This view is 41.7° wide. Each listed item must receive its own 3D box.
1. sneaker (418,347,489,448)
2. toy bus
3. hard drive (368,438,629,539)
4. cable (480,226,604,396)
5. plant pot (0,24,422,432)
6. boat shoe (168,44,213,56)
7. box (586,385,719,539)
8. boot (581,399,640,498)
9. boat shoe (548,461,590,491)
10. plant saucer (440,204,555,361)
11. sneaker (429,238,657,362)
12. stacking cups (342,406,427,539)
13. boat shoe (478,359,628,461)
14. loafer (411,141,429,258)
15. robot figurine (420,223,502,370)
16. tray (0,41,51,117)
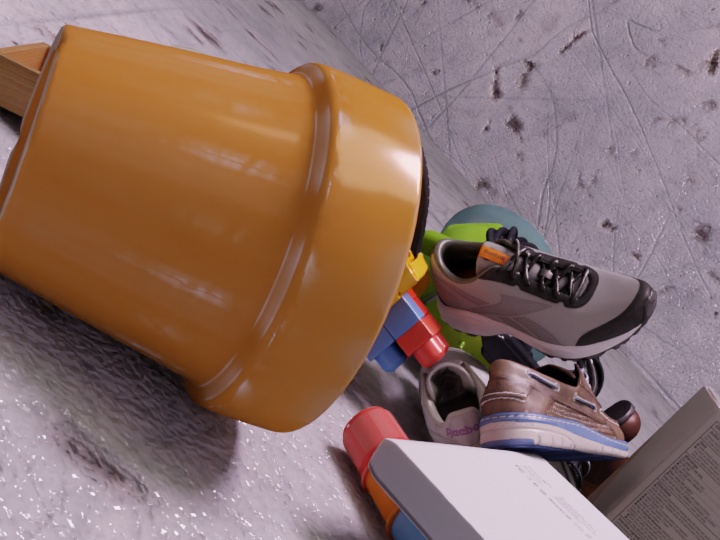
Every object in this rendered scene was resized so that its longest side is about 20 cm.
[{"bbox_3d":[0.086,0.103,0.800,0.201,0.074,0.101,-104,175,-68],"label":"sneaker"},{"bbox_3d":[0.000,0.000,0.785,0.193,0.135,0.200,49,11,2],"label":"toy bus"},{"bbox_3d":[0.104,0.158,0.577,0.132,0.027,0.199,43,14,35],"label":"hard drive"},{"bbox_3d":[0.167,0.055,0.909,0.200,0.050,0.165,44,41,-22],"label":"cable"},{"bbox_3d":[-0.094,-0.036,0.510,0.181,0.202,0.201,21,22,-24],"label":"plant pot"},{"bbox_3d":[-0.154,-0.167,1.017,0.200,0.072,0.062,43,-31,20],"label":"boat shoe"},{"bbox_3d":[0.263,0.206,0.814,0.095,0.200,0.078,44,13,4],"label":"box"},{"bbox_3d":[0.277,0.240,0.919,0.068,0.189,0.201,-28,68,-31],"label":"boot"},{"bbox_3d":[0.175,0.190,0.867,0.061,0.076,0.200,20,12,-8],"label":"boat shoe"},{"bbox_3d":[0.151,0.025,1.121,0.036,0.201,0.201,-21,62,-41],"label":"plant saucer"},{"bbox_3d":[0.137,0.016,0.755,0.197,0.074,0.080,7,-42,37],"label":"sneaker"},{"bbox_3d":[0.045,0.171,0.590,0.060,0.061,0.200,32,14,-44],"label":"stacking cups"},{"bbox_3d":[0.160,0.111,0.748,0.199,0.071,0.074,22,63,-54],"label":"boat shoe"},{"bbox_3d":[0.024,-0.041,0.903,0.070,0.204,0.073,2,20,-4],"label":"loafer"},{"bbox_3d":[0.113,0.035,0.986,0.202,0.113,0.178,-77,163,-47],"label":"robot figurine"},{"bbox_3d":[-0.161,-0.101,0.682,0.197,0.037,0.099,27,15,-6],"label":"tray"}]
